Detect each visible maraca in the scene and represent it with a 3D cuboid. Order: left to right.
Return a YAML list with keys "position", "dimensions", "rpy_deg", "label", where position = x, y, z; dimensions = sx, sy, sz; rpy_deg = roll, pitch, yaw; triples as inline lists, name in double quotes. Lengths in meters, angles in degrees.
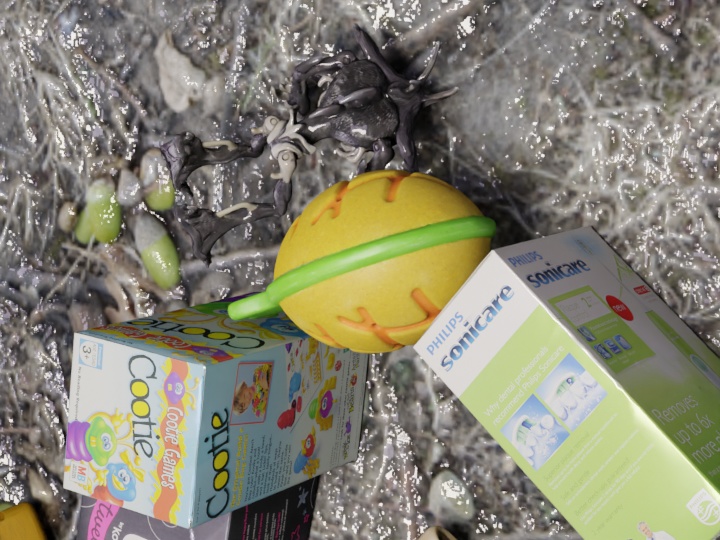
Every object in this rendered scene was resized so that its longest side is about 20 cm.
- position: [0.000, 0.000, 1.059]
  dimensions: [0.199, 0.136, 0.108]
  rpy_deg: [-23, 78, 52]
  label: "maraca"

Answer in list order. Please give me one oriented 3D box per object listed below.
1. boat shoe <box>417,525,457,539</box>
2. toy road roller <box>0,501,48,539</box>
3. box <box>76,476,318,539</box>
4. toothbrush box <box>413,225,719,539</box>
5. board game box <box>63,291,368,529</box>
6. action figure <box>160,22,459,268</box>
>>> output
- position: [0.102, 0.249, 1.102]
  dimensions: [0.200, 0.072, 0.065]
  rpy_deg: [42, 106, 17]
  label: "boat shoe"
- position: [-0.315, 0.251, 1.339]
  dimensions: [0.124, 0.145, 0.200]
  rpy_deg: [68, 158, 5]
  label: "toy road roller"
- position: [-0.126, 0.223, 1.208]
  dimensions: [0.131, 0.114, 0.202]
  rpy_deg: [17, 104, 27]
  label: "box"
- position: [0.150, 0.078, 1.007]
  dimensions: [0.200, 0.145, 0.086]
  rpy_deg: [47, 117, 18]
  label: "toothbrush box"
- position: [-0.089, 0.085, 1.118]
  dimensions: [0.102, 0.199, 0.106]
  rpy_deg: [12, 102, 28]
  label: "board game box"
- position: [-0.028, -0.083, 1.124]
  dimensions: [0.198, 0.102, 0.120]
  rpy_deg: [-22, 76, 5]
  label: "action figure"
